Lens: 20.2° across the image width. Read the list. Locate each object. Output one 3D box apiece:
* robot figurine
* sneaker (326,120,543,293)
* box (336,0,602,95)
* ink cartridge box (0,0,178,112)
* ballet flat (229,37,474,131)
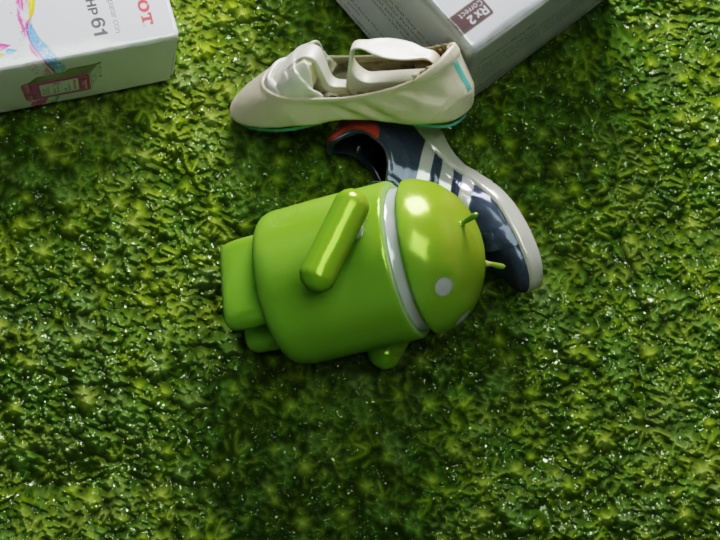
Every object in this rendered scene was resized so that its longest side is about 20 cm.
[{"bbox_3d":[0.000,0.000,1.456,0.199,0.176,0.116,-13,60,15],"label":"robot figurine"},{"bbox_3d":[0.051,-0.047,1.529,0.084,0.075,0.200,-35,70,-21],"label":"sneaker"},{"bbox_3d":[0.083,-0.265,1.579,0.199,0.131,0.200,-37,81,-20],"label":"box"},{"bbox_3d":[-0.249,-0.204,1.521,0.199,0.085,0.145,-12,73,-16],"label":"ink cartridge box"},{"bbox_3d":[-0.012,-0.145,1.510,0.199,0.069,0.070,0,68,21],"label":"ballet flat"}]
